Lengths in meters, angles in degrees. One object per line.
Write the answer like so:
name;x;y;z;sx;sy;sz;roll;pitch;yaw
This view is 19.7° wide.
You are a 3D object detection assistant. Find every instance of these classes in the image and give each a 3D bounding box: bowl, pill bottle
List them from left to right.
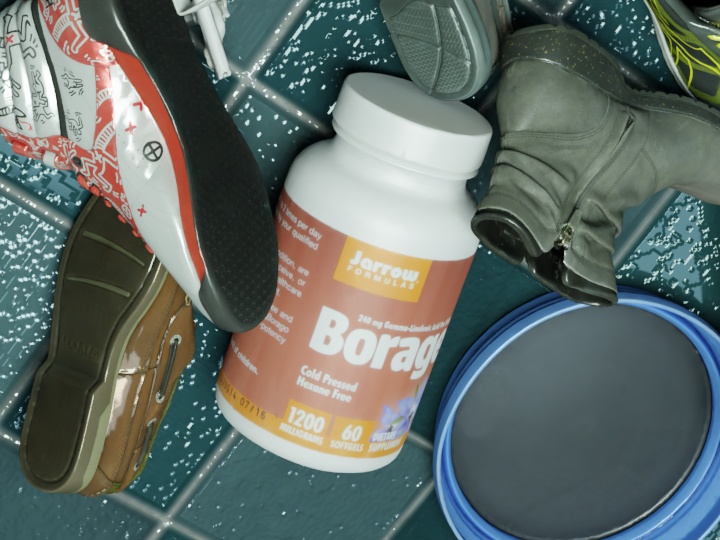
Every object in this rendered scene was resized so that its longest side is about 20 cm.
pill bottle;0.000;0.000;1.135;0.112;0.112;0.200;13;111;-18
bowl;0.138;0.101;1.254;0.200;0.039;0.201;-5;115;-11

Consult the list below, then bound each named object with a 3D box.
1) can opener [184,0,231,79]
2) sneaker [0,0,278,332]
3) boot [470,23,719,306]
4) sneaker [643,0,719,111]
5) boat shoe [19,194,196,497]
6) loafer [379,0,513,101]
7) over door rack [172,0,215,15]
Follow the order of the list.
can opener;-0.112;-0.184;1.059;0.067;0.053;0.200;-20;115;-3
sneaker;-0.121;-0.057;1.077;0.108;0.067;0.202;-12;107;37
boot;0.136;-0.037;1.128;0.200;0.068;0.131;24;67;-36
sneaker;0.196;-0.136;1.135;0.074;0.085;0.200;-41;116;8
boat shoe;-0.128;0.029;1.150;0.068;0.072;0.200;11;105;-50
loafer;0.034;-0.191;1.093;0.063;0.072;0.200;-41;124;-44
over door rack;-0.044;-0.235;0.977;0.066;0.148;0.201;-4;104;33
